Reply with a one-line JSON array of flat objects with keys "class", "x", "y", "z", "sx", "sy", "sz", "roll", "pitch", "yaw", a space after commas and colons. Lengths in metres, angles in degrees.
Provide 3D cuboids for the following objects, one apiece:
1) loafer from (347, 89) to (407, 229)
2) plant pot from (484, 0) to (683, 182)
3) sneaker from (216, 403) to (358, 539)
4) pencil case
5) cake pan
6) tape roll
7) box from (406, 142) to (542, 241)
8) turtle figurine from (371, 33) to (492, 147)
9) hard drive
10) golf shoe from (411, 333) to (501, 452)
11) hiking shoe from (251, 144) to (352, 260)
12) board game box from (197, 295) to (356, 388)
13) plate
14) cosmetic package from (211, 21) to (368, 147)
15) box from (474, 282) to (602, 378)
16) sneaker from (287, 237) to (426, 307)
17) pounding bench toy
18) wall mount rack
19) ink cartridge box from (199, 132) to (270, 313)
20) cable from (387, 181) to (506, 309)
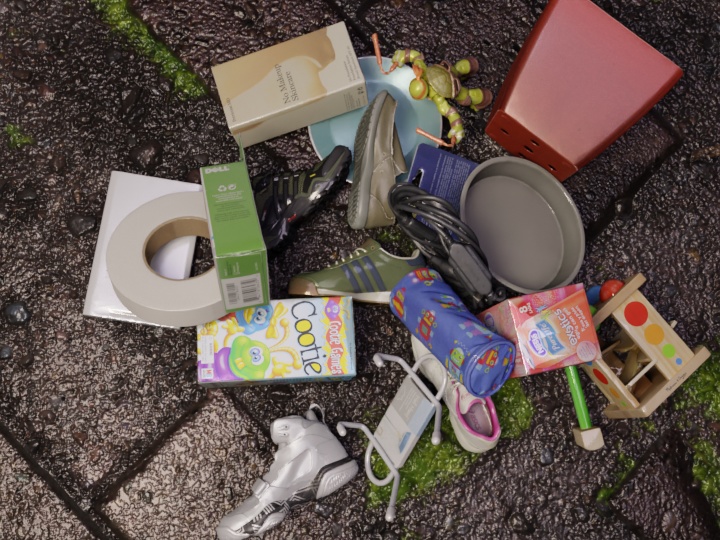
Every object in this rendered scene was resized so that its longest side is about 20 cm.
[{"class": "loafer", "x": 0.029, "y": -0.150, "z": 1.088, "sx": 0.069, "sy": 0.075, "sz": 0.203, "roll": 11, "pitch": 81, "yaw": -16}, {"class": "plant pot", "x": 0.286, "y": -0.236, "z": 1.094, "sx": 0.199, "sy": 0.200, "sz": 0.177, "roll": 37, "pitch": 88, "yaw": 2}, {"class": "sneaker", "x": -0.110, "y": 0.261, "z": 1.016, "sx": 0.198, "sy": 0.075, "sz": 0.116, "roll": -26, "pitch": 82, "yaw": -14}, {"class": "pencil case", "x": 0.114, "y": 0.073, "z": 0.978, "sx": 0.086, "sy": 0.200, "sz": 0.079, "roll": 6, "pitch": 116, "yaw": -33}, {"class": "cake pan", "x": 0.216, "y": -0.058, "z": 1.068, "sx": 0.198, "sy": 0.037, "sz": 0.203, "roll": 9, "pitch": 68, "yaw": -21}, {"class": "tape roll", "x": -0.223, "y": -0.020, "z": 1.004, "sx": 0.200, "sy": 0.037, "sz": 0.204, "roll": 1, "pitch": 51, "yaw": -1}, {"class": "box", "x": 0.154, "y": -0.093, "z": 1.115, "sx": 0.198, "sy": 0.032, "sz": 0.122, "roll": 20, "pitch": 78, "yaw": -11}, {"class": "turtle figurine", "x": 0.112, "y": -0.270, "z": 1.106, "sx": 0.160, "sy": 0.064, "sz": 0.201, "roll": -19, "pitch": 69, "yaw": -44}, {"class": "hard drive", "x": -0.295, "y": -0.028, "z": 1.075, "sx": 0.130, "sy": 0.025, "sz": 0.203, "roll": 9, "pitch": 79, "yaw": -4}, {"class": "golf shoe", "x": 0.134, "y": 0.148, "z": 1.051, "sx": 0.075, "sy": 0.092, "sz": 0.201, "roll": -29, "pitch": 82, "yaw": -8}, {"class": "hiking shoe", "x": -0.099, "y": -0.112, "z": 1.078, "sx": 0.101, "sy": 0.076, "sz": 0.200, "roll": 43, "pitch": 87, "yaw": 7}, {"class": "board game box", "x": -0.110, "y": 0.096, "z": 1.030, "sx": 0.197, "sy": 0.105, "sz": 0.104, "roll": -2, "pitch": 79, "yaw": -6}, {"class": "plate", "x": 0.021, "y": -0.215, "z": 1.141, "sx": 0.197, "sy": 0.026, "sz": 0.203, "roll": 1, "pitch": 79, "yaw": -4}, {"class": "cosmetic package", "x": -0.097, "y": -0.259, "z": 1.095, "sx": 0.198, "sy": 0.071, "sz": 0.106, "roll": -20, "pitch": 75, "yaw": 0}, {"class": "box", "x": 0.219, "y": 0.086, "z": 1.013, "sx": 0.101, "sy": 0.200, "sz": 0.096, "roll": -12, "pitch": 81, "yaw": -7}, {"class": "sneaker", "x": 0.000, "y": 0.000, "z": 1.078, "sx": 0.198, "sy": 0.067, "sz": 0.091, "roll": 5, "pitch": 81, "yaw": -12}, {"class": "pounding bench toy", "x": 0.325, "y": 0.122, "z": 1.055, "sx": 0.200, "sy": 0.124, "sz": 0.156, "roll": -40, "pitch": 85, "yaw": -11}, {"class": "wall mount rack", "x": 0.047, "y": 0.205, "z": 0.978, "sx": 0.074, "sy": 0.174, "sz": 0.201, "roll": 13, "pitch": 113, "yaw": -37}, {"class": "ink cartridge box", "x": -0.156, "y": -0.061, "z": 0.949, "sx": 0.059, "sy": 0.104, "sz": 0.201, "roll": -10, "pitch": 52, "yaw": -11}, {"class": "cable", "x": 0.107, "y": -0.036, "z": 1.010, "sx": 0.051, "sy": 0.163, "sz": 0.200, "roll": -41, "pitch": 99, "yaw": -4}]
